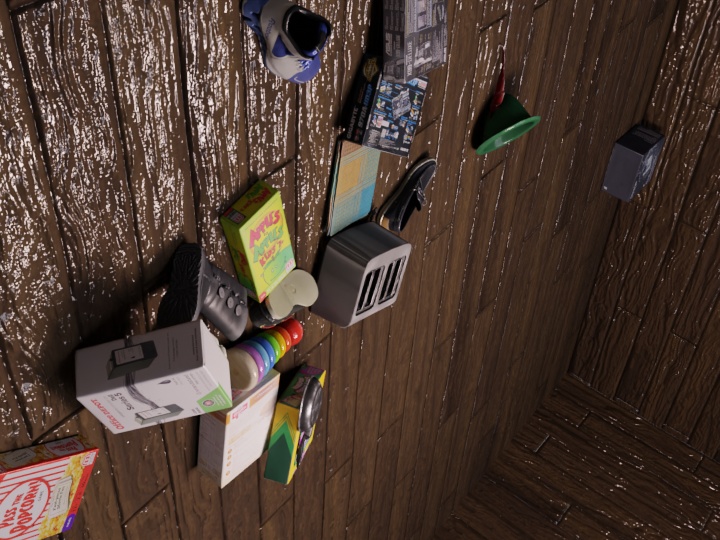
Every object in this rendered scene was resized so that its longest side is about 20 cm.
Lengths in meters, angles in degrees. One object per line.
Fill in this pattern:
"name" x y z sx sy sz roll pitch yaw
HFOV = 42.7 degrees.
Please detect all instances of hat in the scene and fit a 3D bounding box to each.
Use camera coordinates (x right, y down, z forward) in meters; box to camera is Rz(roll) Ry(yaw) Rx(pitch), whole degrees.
"hat" 0.322 -0.400 2.182 0.199 0.178 0.165 -30 173 32

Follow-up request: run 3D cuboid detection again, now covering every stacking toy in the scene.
"stacking toy" -0.175 0.150 1.758 0.199 0.085 0.087 -33 144 -50

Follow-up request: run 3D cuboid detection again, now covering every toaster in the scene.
"toaster" 0.000 0.000 1.878 0.180 0.118 0.203 -23 136 -53

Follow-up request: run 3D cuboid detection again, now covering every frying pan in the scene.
"frying pan" -0.107 0.303 1.823 0.115 0.030 0.194 30 71 -79

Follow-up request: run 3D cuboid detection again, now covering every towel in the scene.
"towel" -0.012 -0.179 1.787 0.146 0.021 0.203 -32 140 -47

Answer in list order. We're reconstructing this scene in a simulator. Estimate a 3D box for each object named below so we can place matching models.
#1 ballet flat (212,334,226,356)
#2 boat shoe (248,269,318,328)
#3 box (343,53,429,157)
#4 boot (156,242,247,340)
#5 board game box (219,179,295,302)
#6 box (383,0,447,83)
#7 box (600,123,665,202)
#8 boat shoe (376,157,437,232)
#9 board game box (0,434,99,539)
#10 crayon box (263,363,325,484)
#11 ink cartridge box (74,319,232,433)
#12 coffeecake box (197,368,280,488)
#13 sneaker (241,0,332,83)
"ballet flat" -0.270 0.144 1.574 0.075 0.068 0.201 -33 149 -2
"boat shoe" -0.143 0.052 1.738 0.062 0.075 0.201 -27 -177 28
"box" 0.052 -0.303 1.721 0.199 0.045 0.162 -1 108 -62
"boot" -0.251 0.070 1.504 0.200 0.064 0.168 61 40 -63
"board game box" -0.174 -0.047 1.590 0.102 0.047 0.202 -47 151 -26
"box" 0.099 -0.449 1.625 0.157 0.049 0.203 -36 133 -47
"box" 0.970 -0.383 3.281 0.199 0.116 0.199 -35 145 -40
"boat shoe" 0.113 -0.160 1.990 0.201 0.062 0.075 -52 152 -21
"board game box" -0.501 0.338 1.381 0.199 0.046 0.154 -3 119 -60
"crayon box" -0.136 0.317 1.926 0.200 0.057 0.176 -54 156 -70
"ink cartridge box" -0.308 0.163 1.386 0.196 0.085 0.146 -14 147 4
"coffeecake box" -0.237 0.293 1.788 0.153 0.072 0.203 -34 144 -45
"sneaker" -0.093 -0.334 1.369 0.081 0.114 0.200 -55 154 -8
